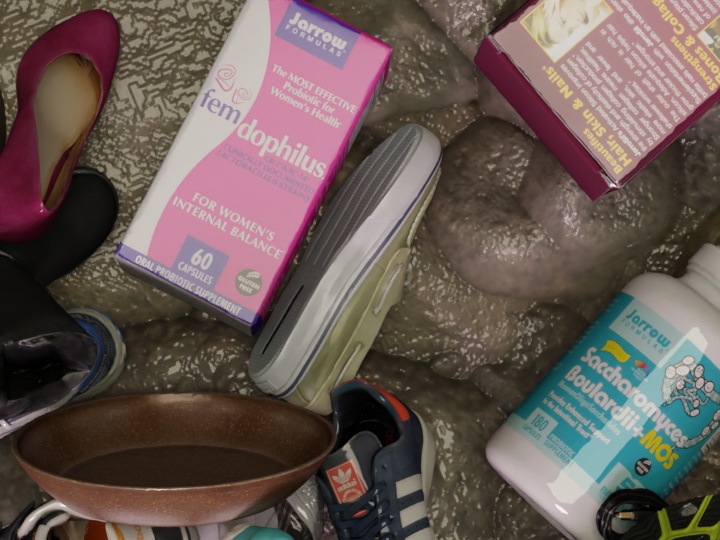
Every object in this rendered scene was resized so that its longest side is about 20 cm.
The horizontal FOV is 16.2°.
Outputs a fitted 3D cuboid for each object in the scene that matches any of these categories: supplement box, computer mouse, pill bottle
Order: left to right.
[{"bbox_3d":[-0.067,-0.071,1.625,0.101,0.103,0.201,26,84,1],"label":"supplement box"},{"bbox_3d":[0.181,0.079,1.619,0.111,0.111,0.200,41,86,1],"label":"pill bottle"},{"bbox_3d":[0.191,-0.159,1.638,0.200,0.103,0.131,-40,89,-5],"label":"supplement box"},{"bbox_3d":[0.228,0.154,1.602,0.199,0.034,0.059,-5,121,-37],"label":"computer mouse"}]

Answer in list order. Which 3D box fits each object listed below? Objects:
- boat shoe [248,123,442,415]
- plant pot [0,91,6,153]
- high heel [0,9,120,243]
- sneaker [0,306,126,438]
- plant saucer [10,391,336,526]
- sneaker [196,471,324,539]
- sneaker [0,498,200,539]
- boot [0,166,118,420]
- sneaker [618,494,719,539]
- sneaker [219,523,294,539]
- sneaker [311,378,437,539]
[{"bbox_3d":[0.000,0.000,1.648,0.062,0.072,0.201,33,89,-24],"label":"boat shoe"},{"bbox_3d":[-0.322,-0.098,1.567,0.186,0.200,0.189,0,87,-3],"label":"plant pot"},{"bbox_3d":[-0.185,-0.097,1.594,0.067,0.096,0.200,53,51,-25],"label":"high heel"},{"bbox_3d":[-0.247,0.079,1.616,0.199,0.085,0.077,-30,88,-3],"label":"sneaker"},{"bbox_3d":[-0.114,0.118,1.551,0.199,0.200,0.037,0,104,-2],"label":"plant saucer"},{"bbox_3d":[-0.087,0.196,1.594,0.114,0.075,0.201,2,50,6],"label":"sneaker"},{"bbox_3d":[-0.200,0.184,1.573,0.199,0.079,0.079,-20,70,30],"label":"sneaker"},{"bbox_3d":[-0.200,0.013,1.558,0.164,0.200,0.066,-33,113,-8],"label":"boot"},{"bbox_3d":[0.178,0.202,1.532,0.199,0.076,0.077,-27,112,15],"label":"sneaker"},{"bbox_3d":[-0.021,0.237,1.483,0.077,0.080,0.200,-35,90,-27],"label":"sneaker"},{"bbox_3d":[0.006,0.154,1.574,0.075,0.085,0.201,-25,44,18],"label":"sneaker"}]
